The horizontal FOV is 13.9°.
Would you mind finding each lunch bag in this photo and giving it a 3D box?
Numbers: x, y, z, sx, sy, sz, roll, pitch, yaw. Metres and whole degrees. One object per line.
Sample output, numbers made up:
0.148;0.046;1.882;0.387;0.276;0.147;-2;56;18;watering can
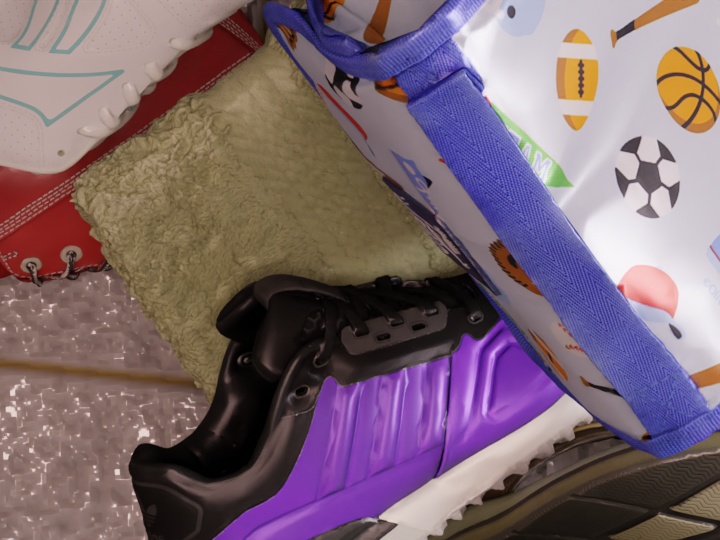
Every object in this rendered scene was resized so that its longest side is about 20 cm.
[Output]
0.061;-0.060;0.909;0.124;0.200;0.170;-25;120;24;lunch bag

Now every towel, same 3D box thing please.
0.000;0.000;1.033;0.148;0.036;0.200;-40;124;-5;towel

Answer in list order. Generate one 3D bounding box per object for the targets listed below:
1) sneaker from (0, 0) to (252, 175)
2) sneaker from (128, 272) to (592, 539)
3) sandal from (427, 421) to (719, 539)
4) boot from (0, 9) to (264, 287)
-0.089;-0.078;0.989;0.200;0.070;0.080;-15;94;15;sneaker
0.007;0.033;0.990;0.200;0.070;0.100;-40;112;-9;sneaker
0.074;0.082;1.019;0.080;0.201;0.057;31;56;-28;sandal
-0.094;-0.004;1.060;0.200;0.072;0.144;-43;95;0;boot
